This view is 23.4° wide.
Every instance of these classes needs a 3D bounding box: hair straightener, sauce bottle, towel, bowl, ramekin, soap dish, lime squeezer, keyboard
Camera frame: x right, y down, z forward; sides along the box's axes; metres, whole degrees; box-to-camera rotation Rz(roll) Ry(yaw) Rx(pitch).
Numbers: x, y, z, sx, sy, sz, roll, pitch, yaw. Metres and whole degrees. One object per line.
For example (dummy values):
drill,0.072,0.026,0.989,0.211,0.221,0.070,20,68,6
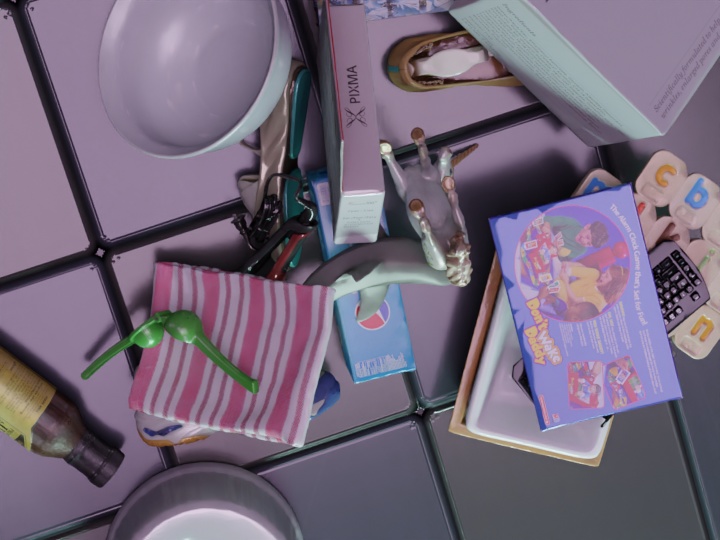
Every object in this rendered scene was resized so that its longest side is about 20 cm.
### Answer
hair straightener,-0.096,-0.024,1.599,0.077,0.200,0.041,46,50,11
sauce bottle,-0.313,0.132,1.641,0.200,0.065,0.065,39,93,-10
towel,-0.120,0.073,1.581,0.199,0.030,0.147,8,86,32
bowl,-0.134,-0.191,1.573,0.200,0.090,0.202,-6,79,31
ramekin,-0.148,0.294,1.675,0.199,0.098,0.202,-1,100,-8
soap dish,0.181,0.075,1.687,0.156,0.081,0.201,13,99,-9
lime squeezer,-0.177,0.069,1.589,0.199,0.038,0.071,1,116,30
keyboard,0.246,0.071,1.622,0.200,0.040,0.104,-41,102,3

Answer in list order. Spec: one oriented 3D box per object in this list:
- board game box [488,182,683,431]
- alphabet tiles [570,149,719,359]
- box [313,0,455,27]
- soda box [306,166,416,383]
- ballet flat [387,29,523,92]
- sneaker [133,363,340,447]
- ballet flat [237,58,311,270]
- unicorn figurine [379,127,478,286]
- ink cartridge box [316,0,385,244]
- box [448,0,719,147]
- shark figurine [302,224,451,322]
board game box,0.206,0.033,1.589,0.134,0.045,0.201,-14,92,8
alphabet tiles,0.271,-0.005,1.636,0.199,0.015,0.196,33,96,-11
box,0.048,-0.308,1.621,0.199,0.040,0.138,-8,101,-6
soda box,0.000,0.000,1.656,0.064,0.068,0.201,-12,102,-5
ballet flat,0.125,-0.201,1.638,0.199,0.063,0.069,-14,100,-5
sneaker,-0.120,0.109,1.654,0.199,0.075,0.089,-9,99,-2
ballet flat,-0.084,-0.101,1.635,0.069,0.069,0.201,3,101,-8
unicorn figurine,0.065,-0.068,1.581,0.073,0.201,0.138,-11,146,12
ink cartridge box,-0.009,-0.152,1.531,0.044,0.176,0.201,-3,63,-5
box,0.227,-0.252,1.575,0.200,0.131,0.199,41,75,-17
shark figurine,-0.017,0.023,1.580,0.214,0.089,0.128,-38,102,-2
